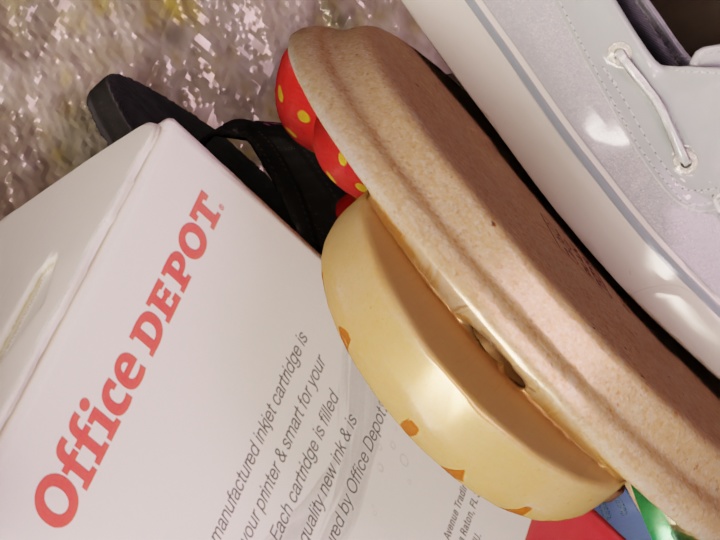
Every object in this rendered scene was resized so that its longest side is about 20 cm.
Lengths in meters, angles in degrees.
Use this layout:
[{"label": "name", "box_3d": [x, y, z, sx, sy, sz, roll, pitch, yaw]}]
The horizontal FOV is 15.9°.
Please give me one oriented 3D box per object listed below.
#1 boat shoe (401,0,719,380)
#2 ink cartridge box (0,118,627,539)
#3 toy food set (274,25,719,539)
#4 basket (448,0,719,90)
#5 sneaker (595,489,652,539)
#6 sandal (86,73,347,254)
[{"label": "boat shoe", "box_3d": [0.088, -0.044, 0.749, 0.201, 0.071, 0.070, 51, 17, 6]}, {"label": "ink cartridge box", "box_3d": [-0.031, 0.081, 0.689, 0.200, 0.084, 0.145, 44, 46, -22]}, {"label": "toy food set", "box_3d": [0.045, 0.012, 0.719, 0.198, 0.049, 0.200, 38, 14, -42]}, {"label": "basket", "box_3d": [0.120, -0.038, 0.861, 0.180, 0.200, 0.137, -19, 85, -48]}, {"label": "sneaker", "box_3d": [0.101, 0.128, 0.814, 0.090, 0.200, 0.079, -23, 131, -20]}, {"label": "sandal", "box_3d": [0.001, 0.000, 0.804, 0.200, 0.048, 0.075, 42, 16, -3]}]
